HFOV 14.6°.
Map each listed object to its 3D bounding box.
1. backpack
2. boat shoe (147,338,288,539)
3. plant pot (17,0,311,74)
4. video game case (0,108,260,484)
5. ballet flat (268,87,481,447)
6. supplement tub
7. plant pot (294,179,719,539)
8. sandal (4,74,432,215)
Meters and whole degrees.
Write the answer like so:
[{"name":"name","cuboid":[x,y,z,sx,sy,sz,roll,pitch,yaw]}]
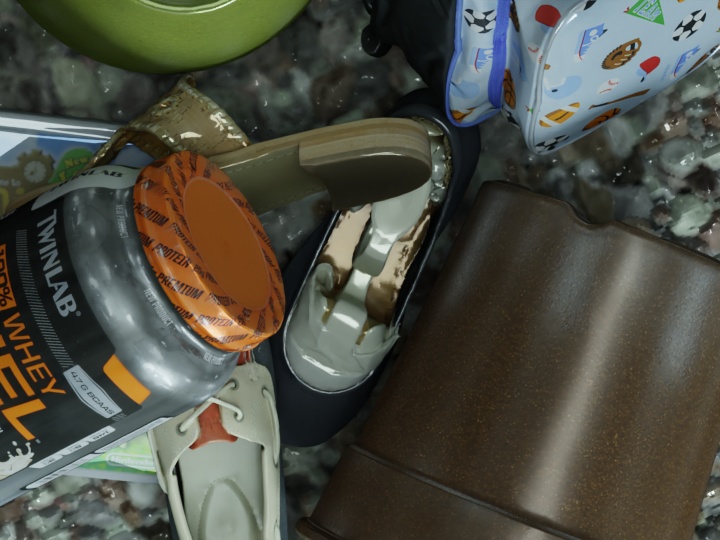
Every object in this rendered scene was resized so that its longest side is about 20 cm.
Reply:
[{"name":"backpack","cuboid":[0.107,-0.164,1.339,0.190,0.200,0.154,-37,75,-17]},{"name":"boat shoe","cuboid":[-0.074,0.082,1.403,0.071,0.063,0.201,-8,105,-3]},{"name":"plant pot","cuboid":[-0.086,-0.175,1.310,0.187,0.200,0.188,-1,100,-7]},{"name":"video game case","cuboid":[-0.159,0.012,1.425,0.199,0.022,0.183,6,99,-8]},{"name":"ballet flat","cuboid":[0.000,0.000,1.418,0.073,0.073,0.200,26,96,-10]},{"name":"supplement tub","cuboid":[-0.143,0.029,1.328,0.200,0.123,0.123,-28,103,21]},{"name":"plant pot","cuboid":[0.095,0.072,1.390,0.200,0.200,0.199,21,88,-10]},{"name":"sandal","cuboid":[-0.070,-0.063,1.386,0.211,0.078,0.070,-8,65,9]}]
